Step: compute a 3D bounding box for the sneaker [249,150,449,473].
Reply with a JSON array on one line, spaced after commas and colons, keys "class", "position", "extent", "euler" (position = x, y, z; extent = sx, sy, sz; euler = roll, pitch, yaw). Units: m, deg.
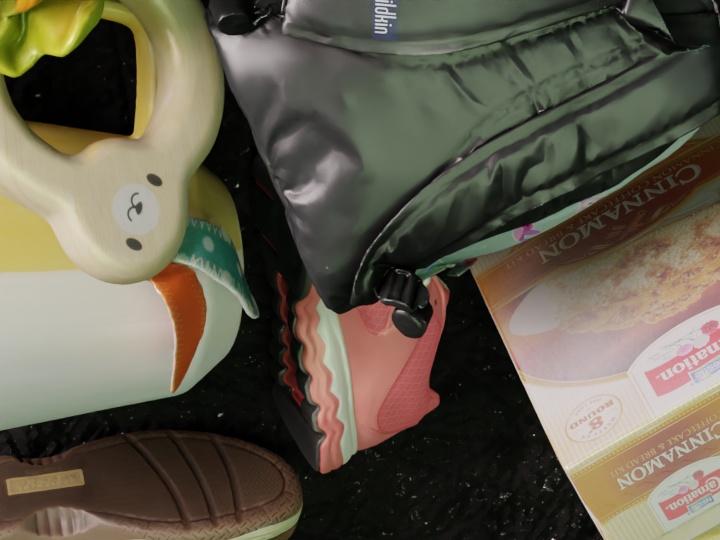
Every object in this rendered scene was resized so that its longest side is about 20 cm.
[{"class": "sneaker", "position": [0.000, 0.000, 1.080], "extent": [0.086, 0.074, 0.201], "euler": [-16, 126, -19]}]

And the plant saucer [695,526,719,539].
[{"class": "plant saucer", "position": [0.249, 0.203, 1.218], "extent": [0.198, 0.048, 0.202], "euler": [-16, 97, 2]}]

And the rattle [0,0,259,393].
[{"class": "rattle", "position": [-0.077, -0.056, 0.890], "extent": [0.142, 0.130, 0.201], "euler": [-20, 92, 43]}]

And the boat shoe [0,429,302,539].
[{"class": "boat shoe", "position": [-0.130, 0.129, 1.120], "extent": [0.200, 0.075, 0.075], "euler": [-1, 134, -5]}]

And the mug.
[{"class": "mug", "position": [-0.131, -0.011, 0.989], "extent": [0.152, 0.150, 0.187], "euler": [-1, 140, -21]}]

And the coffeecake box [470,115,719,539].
[{"class": "coffeecake box", "position": [0.147, 0.023, 1.037], "extent": [0.153, 0.200, 0.073], "euler": [-30, 122, 5]}]

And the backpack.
[{"class": "backpack", "position": [0.051, -0.088, 0.943], "extent": [0.199, 0.127, 0.168], "euler": [-22, 111, 5]}]
